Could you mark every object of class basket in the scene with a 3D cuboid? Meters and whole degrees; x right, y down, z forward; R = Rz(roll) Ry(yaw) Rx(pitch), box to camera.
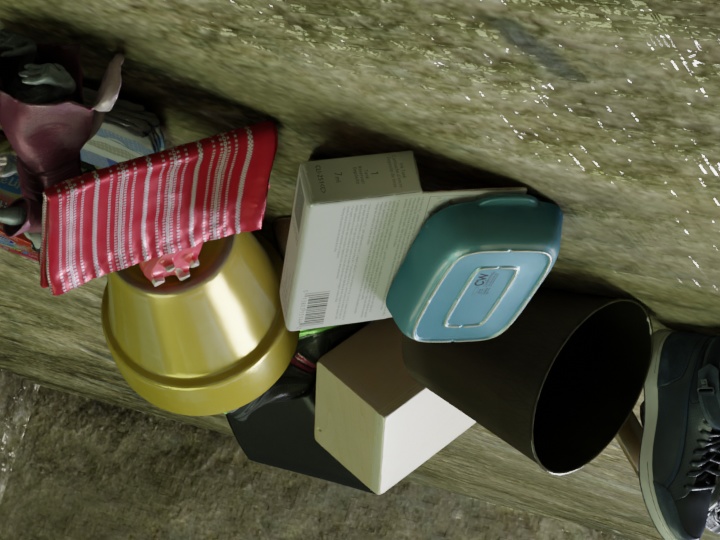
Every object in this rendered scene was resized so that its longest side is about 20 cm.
[{"bbox_3d":[0.144,0.082,1.586,0.199,0.181,0.137,17,148,45],"label":"basket"}]

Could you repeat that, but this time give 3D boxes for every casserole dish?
[{"bbox_3d":[0.094,0.007,1.369,0.120,0.039,0.201,-1,149,-18],"label":"casserole dish"}]

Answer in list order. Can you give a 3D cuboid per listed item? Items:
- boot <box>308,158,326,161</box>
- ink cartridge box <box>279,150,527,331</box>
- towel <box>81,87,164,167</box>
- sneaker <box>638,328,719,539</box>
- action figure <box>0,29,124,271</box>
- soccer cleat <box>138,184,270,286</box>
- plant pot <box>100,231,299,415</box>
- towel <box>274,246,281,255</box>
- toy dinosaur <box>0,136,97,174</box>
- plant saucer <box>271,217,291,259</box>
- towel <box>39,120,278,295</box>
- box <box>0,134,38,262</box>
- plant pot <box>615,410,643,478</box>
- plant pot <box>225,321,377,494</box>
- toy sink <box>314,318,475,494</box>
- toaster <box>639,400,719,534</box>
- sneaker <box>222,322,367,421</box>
[{"bbox_3d":[0.016,-0.039,1.452,0.144,0.071,0.200,10,165,-5],"label":"boot"},{"bbox_3d":[0.029,-0.024,1.376,0.174,0.045,0.201,-6,150,-12],"label":"ink cartridge box"},{"bbox_3d":[-0.240,-0.123,1.482,0.145,0.024,0.200,18,168,1],"label":"towel"},{"bbox_3d":[0.329,0.156,1.539,0.076,0.205,0.145,-3,-179,-41],"label":"sneaker"},{"bbox_3d":[-0.244,-0.091,1.349,0.147,0.135,0.202,-2,124,4],"label":"action figure"},{"bbox_3d":[-0.148,-0.060,1.496,0.066,0.077,0.200,-15,160,-40],"label":"soccer cleat"},{"bbox_3d":[-0.169,0.013,1.668,0.198,0.202,0.190,14,152,15],"label":"plant pot"},{"bbox_3d":[-0.160,0.031,1.843,0.198,0.149,0.024,10,-160,28],"label":"towel"},{"bbox_3d":[-0.272,-0.092,1.654,0.198,0.048,0.088,23,-178,-25],"label":"toy dinosaur"},{"bbox_3d":[0.000,0.000,1.693,0.198,0.037,0.201,16,168,3],"label":"plant saucer"},{"bbox_3d":[-0.162,-0.050,1.360,0.198,0.023,0.145,-19,153,-22],"label":"towel"},{"bbox_3d":[-0.374,-0.083,1.715,0.198,0.097,0.099,23,168,-23],"label":"box"},{"bbox_3d":[0.258,0.141,1.709,0.201,0.027,0.200,60,-176,-8],"label":"plant pot"},{"bbox_3d":[-0.053,0.112,1.926,0.198,0.202,0.178,10,157,32],"label":"plant pot"},{"bbox_3d":[0.054,0.115,1.794,0.112,0.199,0.131,38,146,29],"label":"toy sink"},{"bbox_3d":[0.353,0.176,1.684,0.130,0.113,0.200,57,-172,25],"label":"toaster"},{"bbox_3d":[-0.073,0.086,1.777,0.077,0.199,0.084,52,171,48],"label":"sneaker"}]
